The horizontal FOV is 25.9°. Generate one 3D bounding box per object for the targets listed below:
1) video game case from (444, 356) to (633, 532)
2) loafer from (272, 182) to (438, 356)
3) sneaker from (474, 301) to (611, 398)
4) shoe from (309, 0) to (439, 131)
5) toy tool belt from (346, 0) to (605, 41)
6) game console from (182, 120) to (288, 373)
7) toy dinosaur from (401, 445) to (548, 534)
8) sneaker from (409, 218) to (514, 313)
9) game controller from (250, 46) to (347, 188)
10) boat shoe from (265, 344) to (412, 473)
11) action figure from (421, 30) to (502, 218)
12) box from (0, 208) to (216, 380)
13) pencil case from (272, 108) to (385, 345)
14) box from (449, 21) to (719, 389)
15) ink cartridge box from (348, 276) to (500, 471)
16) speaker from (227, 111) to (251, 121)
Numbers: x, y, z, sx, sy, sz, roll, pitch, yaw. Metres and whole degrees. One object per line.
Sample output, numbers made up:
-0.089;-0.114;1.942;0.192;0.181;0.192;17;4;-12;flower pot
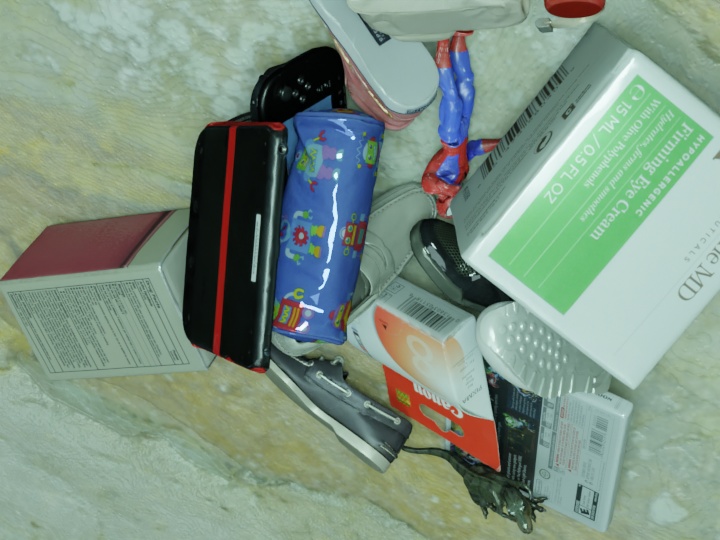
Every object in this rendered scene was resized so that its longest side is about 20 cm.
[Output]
0.165;0.153;1.494;0.181;0.023;0.200;24;144;20;video game case
0.000;0.000;1.391;0.070;0.200;0.070;45;168;-15;loafer
0.140;0.068;1.312;0.080;0.077;0.200;8;171;35;sneaker
-0.006;-0.210;1.306;0.201;0.071;0.091;59;166;4;shoe
0.088;-0.252;1.201;0.199;0.125;0.124;-2;80;20;toy tool belt
-0.103;-0.024;1.310;0.177;0.031;0.201;12;99;62;game console
0.126;0.215;1.537;0.088;0.048;0.200;38;170;-34;toy dinosaur
0.142;-0.003;1.388;0.199;0.076;0.114;35;128;-18;sneaker
-0.048;-0.095;1.372;0.042;0.104;0.201;31;137;41;game controller
-0.033;0.119;1.589;0.200;0.063;0.073;41;169;6;boat shoe
0.103;-0.119;1.329;0.099;0.065;0.201;22;132;19;action figure
-0.235;0.024;1.563;0.199;0.109;0.128;-5;122;27;box
-0.035;-0.037;1.304;0.087;0.078;0.201;13;93;33;pencil case
0.195;-0.056;1.206;0.171;0.200;0.199;37;102;-9;box
0.050;0.098;1.481;0.162;0.050;0.201;28;141;41;ink cartridge box
-0.082;-0.043;1.462;0.081;0.081;0.201;6;127;20;speaker
